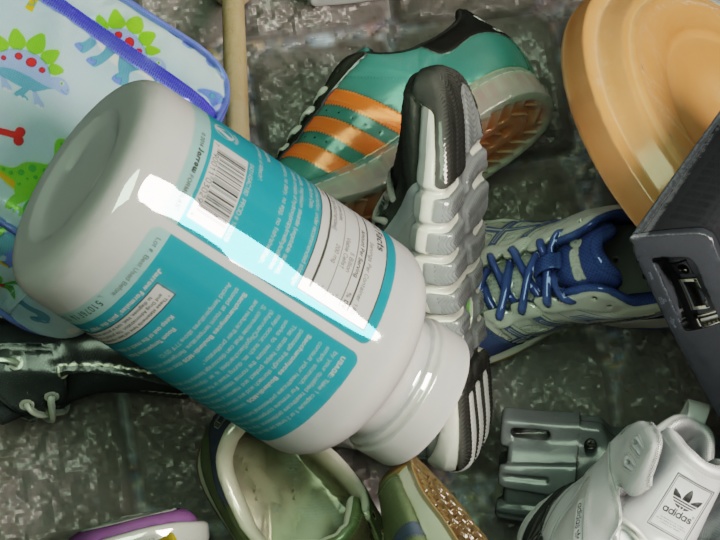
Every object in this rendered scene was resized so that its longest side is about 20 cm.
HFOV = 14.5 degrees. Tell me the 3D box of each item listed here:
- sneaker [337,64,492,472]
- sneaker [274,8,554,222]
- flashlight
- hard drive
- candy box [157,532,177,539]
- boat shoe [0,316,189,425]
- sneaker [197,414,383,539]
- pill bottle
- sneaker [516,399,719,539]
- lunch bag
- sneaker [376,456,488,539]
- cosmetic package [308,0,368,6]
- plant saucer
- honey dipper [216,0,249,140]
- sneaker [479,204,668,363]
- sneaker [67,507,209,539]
[{"bbox_3d":[0.000,0.000,1.363,0.115,0.075,0.201,3,106,18],"label":"sneaker"},{"bbox_3d":[-0.004,-0.060,1.439,0.200,0.071,0.080,-30,58,-4],"label":"sneaker"},{"bbox_3d":[0.167,0.110,1.400,0.199,0.068,0.068,4,78,4],"label":"flashlight"},{"bbox_3d":[0.208,0.021,1.312,0.135,0.042,0.200,-51,122,-33],"label":"hard drive"},{"bbox_3d":[-0.150,0.210,1.326,0.199,0.026,0.102,-27,113,5],"label":"candy box"},{"bbox_3d":[-0.172,0.047,1.397,0.199,0.076,0.061,8,74,12],"label":"boat shoe"},{"bbox_3d":[-0.011,0.146,1.356,0.067,0.090,0.200,-35,79,-13],"label":"sneaker"},{"bbox_3d":[-0.048,0.010,1.269,0.200,0.111,0.111,34,74,-22],"label":"pill bottle"},{"bbox_3d":[0.118,0.140,1.271,0.075,0.115,0.200,33,31,-12],"label":"sneaker"},{"bbox_3d":[-0.171,-0.080,1.342,0.200,0.082,0.161,35,56,-10],"label":"lunch bag"},{"bbox_3d":[0.021,0.155,1.248,0.090,0.200,0.067,-41,114,5],"label":"sneaker"},{"bbox_3d":[0.042,-0.262,1.439,0.166,0.167,0.201,-7,74,-4],"label":"cosmetic package"},{"bbox_3d":[0.182,-0.063,1.394,0.200,0.032,0.201,28,41,-27],"label":"plant saucer"},{"bbox_3d":[-0.061,-0.082,1.417,0.038,0.038,0.201,0,49,-3],"label":"honey dipper"},{"bbox_3d":[0.094,-0.002,1.412,0.199,0.088,0.076,-12,77,-4],"label":"sneaker"},{"bbox_3d":[-0.159,0.184,1.356,0.199,0.075,0.100,-17,89,-1],"label":"sneaker"}]
